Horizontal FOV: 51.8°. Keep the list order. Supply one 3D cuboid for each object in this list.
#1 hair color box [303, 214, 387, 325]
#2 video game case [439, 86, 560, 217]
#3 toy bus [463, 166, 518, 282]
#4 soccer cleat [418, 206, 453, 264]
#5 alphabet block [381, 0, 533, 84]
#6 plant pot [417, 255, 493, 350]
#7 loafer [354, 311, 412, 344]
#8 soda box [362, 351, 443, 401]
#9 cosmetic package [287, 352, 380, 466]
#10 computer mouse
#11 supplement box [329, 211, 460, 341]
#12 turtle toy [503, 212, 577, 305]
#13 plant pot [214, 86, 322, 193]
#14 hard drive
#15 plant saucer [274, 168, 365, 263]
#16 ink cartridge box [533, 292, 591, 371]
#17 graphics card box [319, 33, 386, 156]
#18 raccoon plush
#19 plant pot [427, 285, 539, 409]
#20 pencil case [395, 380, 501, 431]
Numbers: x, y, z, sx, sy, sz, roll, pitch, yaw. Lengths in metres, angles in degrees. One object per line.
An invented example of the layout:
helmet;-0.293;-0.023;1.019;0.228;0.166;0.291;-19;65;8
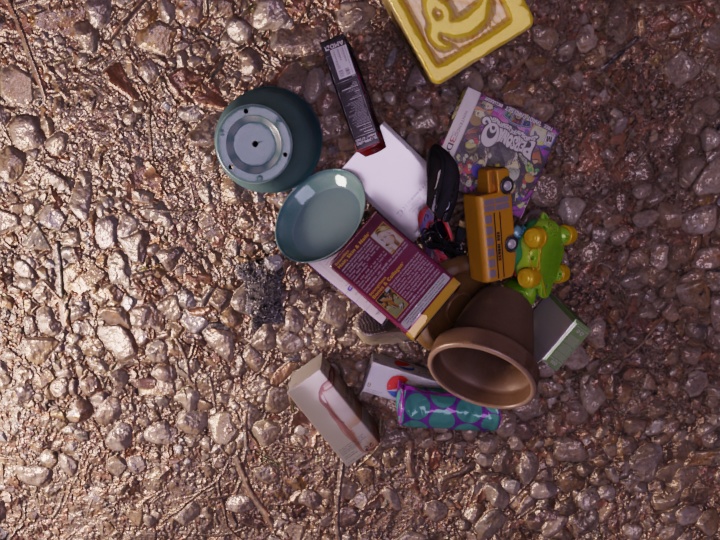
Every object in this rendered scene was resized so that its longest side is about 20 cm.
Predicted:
hair color box;0.000;0.000;1.417;0.200;0.065;0.110;39;87;10
video game case;0.249;-0.221;1.397;0.199;0.036;0.182;23;98;-8
toy bus;0.237;-0.086;1.362;0.078;0.065;0.202;-13;104;-20
soccer cleat;0.159;-0.031;1.422;0.066;0.077;0.201;-20;114;1
alphabet block;0.156;-0.449;1.271;0.195;0.200;0.197;-32;101;8
plant pot;0.185;0.070;1.431;0.199;0.027;0.202;-14;118;-27
loafer;0.082;0.107;1.475;0.198;0.068;0.076;-2;65;-12
soda box;0.107;0.232;1.506;0.198;0.064;0.069;17;103;-4
cosmetic package;-0.053;0.280;1.501;0.087;0.103;0.200;-36;102;7
computer mouse;0.167;-0.122;1.343;0.046;0.140;0.202;-6;68;35
supplement box;0.062;0.013;1.326;0.200;0.103;0.131;42;87;8
turtle toy;0.326;-0.013;1.416;0.145;0.101;0.202;-5;108;-44
plant pot;-0.175;-0.229;1.332;0.198;0.188;0.202;1;103;3
hard drive;0.073;-0.169;1.428;0.200;0.026;0.132;42;101;-8
plant saucer;-0.069;-0.097;1.391;0.200;0.201;0.036;-38;141;9
ink cartridge box;0.340;0.151;1.439;0.048;0.146;0.200;34;102;-17
graphics card box;-0.011;-0.310;1.331;0.050;0.125;0.201;-20;92;9
raccoon plush;-0.183;0.046;1.406;0.096;0.200;0.135;-10;89;-7
plant pot;0.242;0.127;1.358;0.199;0.175;0.201;18;146;13
pencil case;0.168;0.262;1.436;0.198;0.085;0.093;2;119;0
